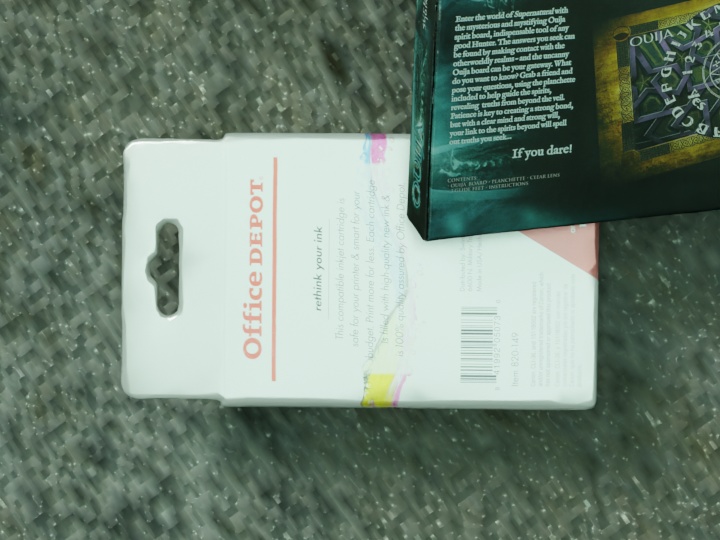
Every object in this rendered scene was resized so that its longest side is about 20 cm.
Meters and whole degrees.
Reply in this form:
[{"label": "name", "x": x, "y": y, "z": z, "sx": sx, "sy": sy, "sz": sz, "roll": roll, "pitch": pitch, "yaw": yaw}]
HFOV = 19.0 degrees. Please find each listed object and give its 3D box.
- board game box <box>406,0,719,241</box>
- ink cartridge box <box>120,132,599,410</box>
[{"label": "board game box", "x": 0.119, "y": -0.086, "z": 0.854, "sx": 0.200, "sy": 0.028, "sz": 0.135, "roll": -6, "pitch": 118, "yaw": -15}, {"label": "ink cartridge box", "x": 0.000, "y": 0.000, "z": 0.925, "sx": 0.200, "sy": 0.067, "sz": 0.117, "roll": 1, "pitch": 90, "yaw": 0}]
